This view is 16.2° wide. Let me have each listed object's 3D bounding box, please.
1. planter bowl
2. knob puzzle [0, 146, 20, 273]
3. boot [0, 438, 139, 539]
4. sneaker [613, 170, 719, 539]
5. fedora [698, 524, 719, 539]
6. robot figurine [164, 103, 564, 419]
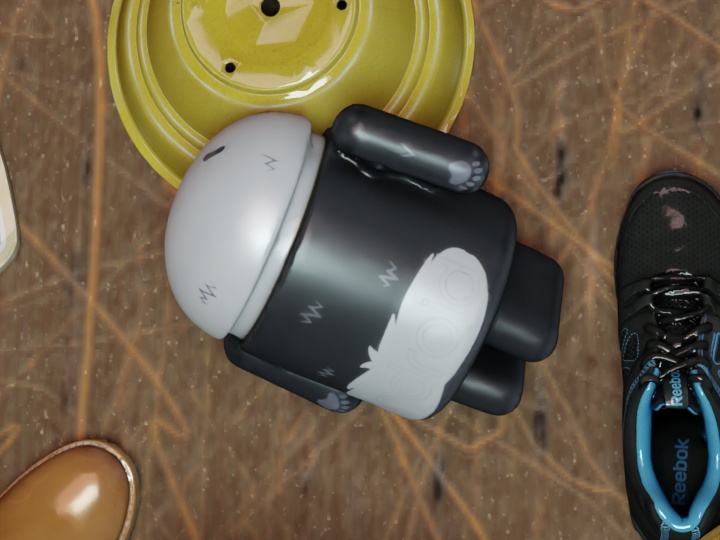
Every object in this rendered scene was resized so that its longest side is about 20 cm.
[{"bbox_3d":[-0.042,-0.129,1.323,0.200,0.083,0.200,-1,82,6],"label":"planter bowl"},{"bbox_3d":[-0.279,-0.043,1.362,0.220,0.030,0.220,-1,81,6],"label":"knob puzzle"},{"bbox_3d":[-0.200,0.157,1.259,0.200,0.155,0.077,-39,79,-1],"label":"boot"},{"bbox_3d":[0.166,0.044,1.274,0.073,0.082,0.200,-4,80,7],"label":"sneaker"},{"bbox_3d":[0.222,0.210,1.243,0.201,0.082,0.201,-1,77,2],"label":"fedora"},{"bbox_3d":[0.001,-0.002,1.268,0.200,0.125,0.150,22,89,-8],"label":"robot figurine"}]
